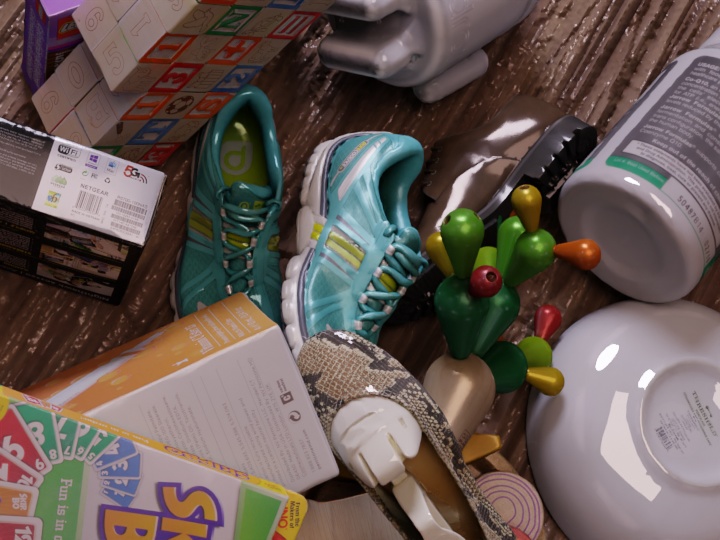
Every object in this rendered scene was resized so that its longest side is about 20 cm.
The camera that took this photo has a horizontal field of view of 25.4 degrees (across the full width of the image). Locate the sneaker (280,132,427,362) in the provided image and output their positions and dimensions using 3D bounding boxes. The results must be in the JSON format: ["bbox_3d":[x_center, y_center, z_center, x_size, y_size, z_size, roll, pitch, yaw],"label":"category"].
[{"bbox_3d":[0.000,0.000,1.007,0.079,0.077,0.202,-7,64,25],"label":"sneaker"}]

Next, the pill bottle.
[{"bbox_3d":[0.235,-0.082,1.115,0.113,0.113,0.200,43,63,0],"label":"pill bottle"}]

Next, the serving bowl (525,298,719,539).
[{"bbox_3d":[0.215,0.109,1.085,0.198,0.066,0.202,4,74,-13],"label":"serving bowl"}]

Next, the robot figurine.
[{"bbox_3d":[0.053,-0.200,1.094,0.112,0.171,0.200,21,43,37],"label":"robot figurine"}]

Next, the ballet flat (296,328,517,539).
[{"bbox_3d":[0.032,0.123,0.931,0.068,0.075,0.201,-31,109,14],"label":"ballet flat"}]

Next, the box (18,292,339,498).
[{"bbox_3d":[-0.130,0.104,0.934,0.199,0.124,0.098,-24,103,-10],"label":"box"}]

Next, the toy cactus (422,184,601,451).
[{"bbox_3d":[0.084,0.045,1.004,0.101,0.200,0.166,19,72,18],"label":"toy cactus"}]

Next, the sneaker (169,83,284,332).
[{"bbox_3d":[-0.082,-0.025,1.036,0.077,0.080,0.202,1,75,-14],"label":"sneaker"}]

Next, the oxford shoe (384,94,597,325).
[{"bbox_3d":[0.068,-0.043,1.098,0.084,0.073,0.200,37,71,26],"label":"oxford shoe"}]

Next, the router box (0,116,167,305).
[{"bbox_3d":[-0.226,-0.047,0.967,0.198,0.149,0.052,19,71,-9],"label":"router box"}]

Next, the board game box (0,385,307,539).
[{"bbox_3d":[-0.131,0.136,0.861,0.199,0.030,0.096,22,93,-18],"label":"board game box"}]

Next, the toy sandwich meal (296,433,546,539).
[{"bbox_3d":[0.033,0.182,1.013,0.203,0.070,0.207,4,74,-14],"label":"toy sandwich meal"}]

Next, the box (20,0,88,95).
[{"bbox_3d":[-0.121,-0.179,1.038,0.199,0.137,0.039,-23,77,-19],"label":"box"}]

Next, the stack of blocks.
[{"bbox_3d":[-0.115,-0.140,0.974,0.115,0.200,0.059,-8,65,-53],"label":"stack of blocks"}]
